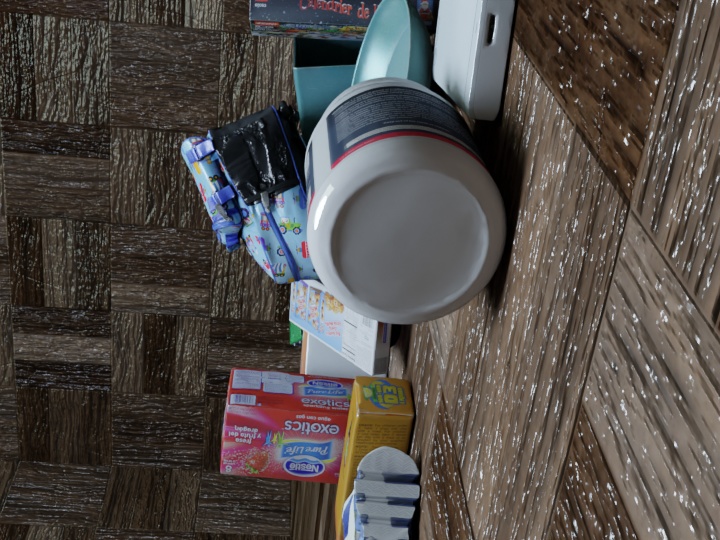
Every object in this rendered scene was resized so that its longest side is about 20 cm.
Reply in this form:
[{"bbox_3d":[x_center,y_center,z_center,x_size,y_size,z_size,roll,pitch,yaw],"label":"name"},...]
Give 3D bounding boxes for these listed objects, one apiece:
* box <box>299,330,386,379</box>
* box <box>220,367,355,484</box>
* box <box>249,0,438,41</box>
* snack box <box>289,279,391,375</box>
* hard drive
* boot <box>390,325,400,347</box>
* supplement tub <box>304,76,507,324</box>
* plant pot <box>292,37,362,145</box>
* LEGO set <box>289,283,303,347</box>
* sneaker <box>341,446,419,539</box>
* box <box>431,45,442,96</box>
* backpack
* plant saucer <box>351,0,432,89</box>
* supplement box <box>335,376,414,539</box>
[{"bbox_3d":[-0.022,0.085,1.381,0.152,0.106,0.200,156,118,-83],"label":"box"},{"bbox_3d":[-0.062,0.185,1.231,0.100,0.200,0.096,-101,18,-69],"label":"box"},{"bbox_3d":[-0.022,-0.282,1.154,0.137,0.200,0.038,-125,37,-82],"label":"box"},{"bbox_3d":[-0.028,0.055,1.218,0.200,0.024,0.072,28,119,54],"label":"snack box"},{"bbox_3d":[0.090,-0.205,0.843,0.200,0.027,0.132,-101,16,-71],"label":"hard drive"},{"bbox_3d":[0.000,0.000,1.259,0.097,0.075,0.200,-18,68,61],"label":"boot"},{"bbox_3d":[0.028,-0.062,0.792,0.200,0.140,0.140,-97,12,-63],"label":"supplement tub"},{"bbox_3d":[-0.008,-0.179,1.280,0.141,0.141,0.200,-96,4,-61],"label":"plant pot"},{"bbox_3d":[-0.030,0.042,1.625,0.154,0.116,0.200,-34,54,40],"label":"LEGO set"},{"bbox_3d":[0.017,0.282,1.047,0.115,0.081,0.200,101,178,-76],"label":"sneaker"},{"bbox_3d":[0.056,-0.111,1.078,0.143,0.036,0.200,107,165,-67],"label":"box"},{"bbox_3d":[-0.103,-0.070,1.176,0.183,0.134,0.200,179,68,-83],"label":"backpack"},{"bbox_3d":[0.030,-0.175,1.035,0.200,0.036,0.200,-172,90,-73],"label":"plant saucer"},{"bbox_3d":[0.013,0.214,1.141,0.067,0.069,0.200,-96,10,-57],"label":"supplement box"}]
